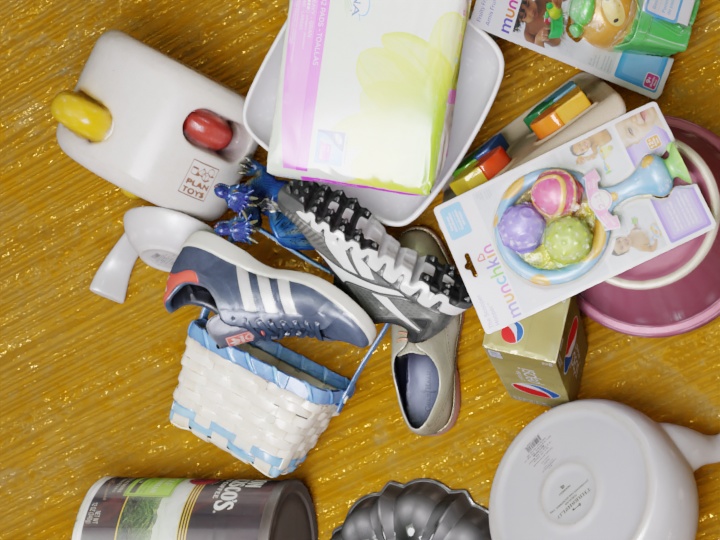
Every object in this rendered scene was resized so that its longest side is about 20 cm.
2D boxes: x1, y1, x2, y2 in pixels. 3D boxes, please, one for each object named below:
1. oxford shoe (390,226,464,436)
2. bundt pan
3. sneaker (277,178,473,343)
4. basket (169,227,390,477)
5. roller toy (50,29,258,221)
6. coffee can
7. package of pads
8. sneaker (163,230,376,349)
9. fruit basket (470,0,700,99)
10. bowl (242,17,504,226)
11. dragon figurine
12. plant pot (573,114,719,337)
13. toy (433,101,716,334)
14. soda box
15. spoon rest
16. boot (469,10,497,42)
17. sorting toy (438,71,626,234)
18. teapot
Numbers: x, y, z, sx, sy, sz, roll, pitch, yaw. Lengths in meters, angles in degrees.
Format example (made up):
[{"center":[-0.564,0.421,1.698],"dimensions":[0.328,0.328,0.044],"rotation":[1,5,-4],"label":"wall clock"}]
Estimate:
[{"center":[0.060,0.056,1.219],"dimensions":[0.070,0.074,0.203],"rotation":[-9,84,16],"label":"oxford shoe"},{"center":[0.049,0.301,1.208],"dimensions":[0.199,0.076,0.205],"rotation":[-1,87,16],"label":"bundt pan"},{"center":[0.000,0.000,1.150],"dimensions":[0.199,0.067,0.091],"rotation":[33,122,-5],"label":"sneaker"},{"center":[-0.084,0.078,1.225],"dimensions":[0.175,0.139,0.202],"rotation":[29,100,13],"label":"basket"},{"center":[-0.194,-0.133,1.246],"dimensions":[0.181,0.200,0.141],"rotation":[27,95,-1],"label":"roller toy"},{"center":[-0.156,0.272,1.233],"dimensions":[0.198,0.146,0.148],"rotation":[-2,86,16],"label":"coffee can"},{"center":[0.010,-0.171,1.105],"dimensions":[0.153,0.068,0.203],"rotation":[8,97,5],"label":"package of pads"},{"center":[-0.085,0.041,1.140],"dimensions":[0.198,0.075,0.085],"rotation":[21,65,18],"label":"sneaker"},{"center":[0.213,-0.272,1.143],"dimensions":[0.198,0.094,0.187],"rotation":[19,87,-22],"label":"fruit basket"},{"center":[0.016,-0.164,1.178],"dimensions":[0.199,0.075,0.201],"rotation":[33,101,3],"label":"bowl"},{"center":[-0.060,-0.058,1.209],"dimensions":[0.100,0.198,0.059],"rotation":[54,128,47],"label":"dragon figurine"},{"center":[0.248,-0.044,1.115],"dimensions":[0.198,0.179,0.203],"rotation":[-1,86,16],"label":"plant pot"},{"center":[0.164,-0.046,1.013],"dimensions":[0.198,0.047,0.116],"rotation":[-25,73,7],"label":"toy"},{"center":[0.156,0.066,1.121],"dimensions":[0.063,0.200,0.068],"rotation":[11,76,16],"label":"soda box"},{"center":[-0.206,-0.023,1.269],"dimensions":[0.199,0.099,0.061],"rotation":[-25,47,51],"label":"spoon rest"},{"center":[0.042,-0.175,1.237],"dimensions":[0.095,0.073,0.201],"rotation":[41,97,21],"label":"boot"},{"center":[0.143,-0.112,1.146],"dimensions":[0.184,0.200,0.037],"rotation":[-36,102,12],"label":"sorting toy"},{"center":[0.217,0.221,1.133],"dimensions":[0.198,0.146,0.199],"rotation":[-8,61,40],"label":"teapot"}]
